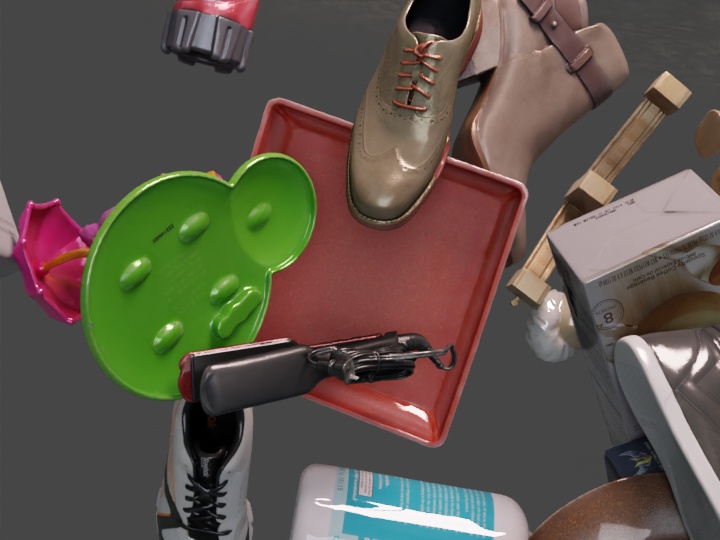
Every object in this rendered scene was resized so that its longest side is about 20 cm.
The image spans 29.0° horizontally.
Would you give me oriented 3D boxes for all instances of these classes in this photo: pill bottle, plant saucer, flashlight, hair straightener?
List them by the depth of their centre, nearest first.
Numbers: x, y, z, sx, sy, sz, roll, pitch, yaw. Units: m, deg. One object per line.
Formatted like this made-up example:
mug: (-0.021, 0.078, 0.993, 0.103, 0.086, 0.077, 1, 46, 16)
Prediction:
hair straightener: (-0.016, 0.070, 0.921, 0.199, 0.077, 0.041, -2, 102, -28)
plant saucer: (0.192, 0.230, 0.940, 0.199, 0.037, 0.202, -5, 116, -9)
pill bottle: (0.047, 0.207, 0.992, 0.198, 0.111, 0.112, 9, 87, -1)
plant saucer: (0.000, 0.000, 1.006, 0.199, 0.037, 0.201, 20, 101, 10)
flashlight: (-0.095, -0.251, 1.031, 0.067, 0.068, 0.202, 12, 88, 2)

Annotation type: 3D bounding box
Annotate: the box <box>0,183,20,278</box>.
box: (-0.361, -0.055, 0.946, 0.199, 0.199, 0.172, -19, 88, -2)

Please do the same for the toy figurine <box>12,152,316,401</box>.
toy figurine: (-0.158, -0.020, 0.976, 0.200, 0.183, 0.151, -43, 126, -28)

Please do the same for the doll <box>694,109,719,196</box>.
doll: (0.353, -0.083, 1.034, 0.199, 0.049, 0.137, -6, 68, -17)

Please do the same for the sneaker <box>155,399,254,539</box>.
sneaker: (-0.113, 0.151, 0.993, 0.073, 0.080, 0.202, 2, 103, -2)

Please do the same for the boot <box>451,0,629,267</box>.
boot: (0.134, -0.121, 1.036, 0.145, 0.070, 0.201, -23, 100, -14)

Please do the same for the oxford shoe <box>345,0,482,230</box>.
oxford shoe: (0.033, -0.125, 0.944, 0.070, 0.075, 0.201, 13, 69, 8)

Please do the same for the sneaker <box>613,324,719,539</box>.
sneaker: (0.246, 0.119, 0.881, 0.099, 0.071, 0.201, -18, 70, -12)

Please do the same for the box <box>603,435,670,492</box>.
box: (0.266, 0.192, 0.985, 0.157, 0.051, 0.201, -19, 119, -3)

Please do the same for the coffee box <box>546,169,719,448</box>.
coffee box: (0.217, 0.048, 0.975, 0.114, 0.080, 0.201, -24, 120, -1)

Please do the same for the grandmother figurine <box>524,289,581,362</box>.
grandmother figurine: (0.213, 0.011, 1.034, 0.199, 0.061, 0.122, -24, 81, -5)

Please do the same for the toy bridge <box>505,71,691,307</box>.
toy bridge: (0.170, -0.055, 1.029, 0.027, 0.067, 0.200, 36, 85, 0)
